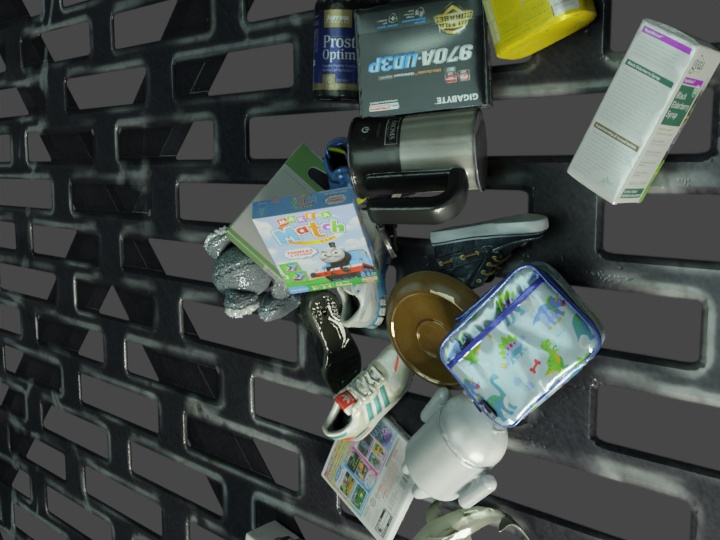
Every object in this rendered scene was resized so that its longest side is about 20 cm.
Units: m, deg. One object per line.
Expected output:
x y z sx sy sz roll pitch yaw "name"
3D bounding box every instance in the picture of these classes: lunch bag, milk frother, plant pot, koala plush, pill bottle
0.213 0.096 1.064 0.200 0.082 0.162 -44 78 22 "lunch bag"
0.092 -0.123 1.153 0.184 0.200 0.185 -1 72 18 "milk frother"
0.116 0.098 1.187 0.197 0.027 0.204 19 125 29 "plant pot"
-0.179 -0.006 1.384 0.182 0.198 0.181 -21 81 43 "koala plush"
-0.020 -0.369 1.246 0.110 0.111 0.205 10 103 42 "pill bottle"

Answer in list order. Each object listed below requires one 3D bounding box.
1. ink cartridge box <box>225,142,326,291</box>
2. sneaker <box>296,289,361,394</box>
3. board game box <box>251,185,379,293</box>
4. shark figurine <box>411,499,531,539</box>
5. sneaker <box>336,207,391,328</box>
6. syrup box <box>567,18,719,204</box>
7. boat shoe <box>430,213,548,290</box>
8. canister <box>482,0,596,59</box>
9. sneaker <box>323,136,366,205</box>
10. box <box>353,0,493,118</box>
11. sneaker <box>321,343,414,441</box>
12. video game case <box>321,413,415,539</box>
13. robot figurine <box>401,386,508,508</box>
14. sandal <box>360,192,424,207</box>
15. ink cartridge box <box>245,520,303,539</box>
-0.109 -0.090 1.321 0.145 0.201 0.048 40 165 -3 "ink cartridge box"
-0.055 0.113 1.375 0.114 0.075 0.203 -132 22 -67 "sneaker"
-0.062 -0.040 1.181 0.148 0.201 0.037 -8 54 9 "board game box"
0.171 0.405 1.205 0.212 0.128 0.091 -24 105 25 "shark figurine"
0.000 0.000 1.293 0.074 0.086 0.205 8 99 44 "sneaker"
0.339 -0.188 0.946 0.081 0.078 0.203 41 121 32 "syrup box"
0.188 -0.025 1.127 0.198 0.070 0.093 -7 98 48 "boat shoe"
0.217 -0.400 1.033 0.147 0.086 0.204 -18 84 44 "canister"
-0.027 -0.180 1.251 0.202 0.065 0.079 -101 -9 -56 "sneaker"
0.091 -0.308 1.144 0.196 0.046 0.163 -1 94 21 "box"
0.009 0.202 1.285 0.070 0.093 0.201 46 111 30 "sneaker"
0.022 0.338 1.358 0.182 0.023 0.203 41 122 34 "video game case"
0.141 0.261 1.170 0.201 0.111 0.171 -52 53 35 "robot figurine"
0.055 -0.148 1.244 0.201 0.049 0.084 -27 79 41 "sandal"
-0.135 0.594 1.498 0.198 0.083 0.148 19 108 41 "ink cartridge box"
